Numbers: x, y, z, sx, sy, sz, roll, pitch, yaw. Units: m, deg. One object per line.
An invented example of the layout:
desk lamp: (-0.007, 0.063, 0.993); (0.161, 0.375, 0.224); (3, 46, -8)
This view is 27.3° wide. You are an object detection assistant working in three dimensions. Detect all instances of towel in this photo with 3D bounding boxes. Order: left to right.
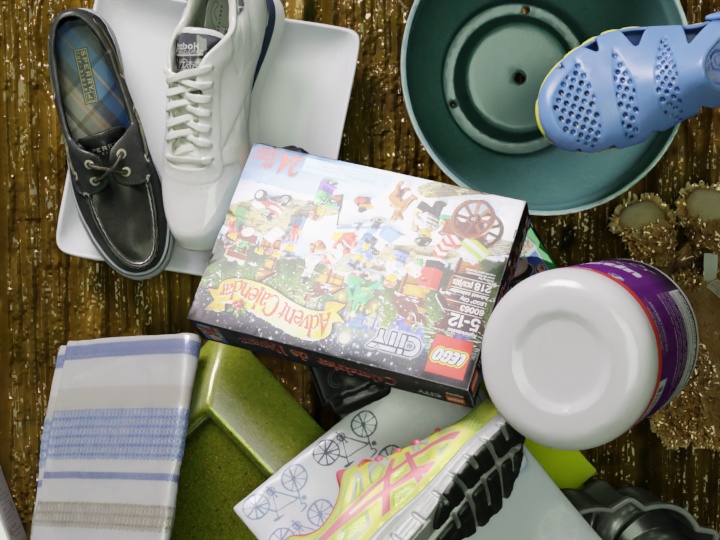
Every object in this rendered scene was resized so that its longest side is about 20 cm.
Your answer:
towel: (-0.177, 0.142, 1.050); (0.146, 0.024, 0.202); (-7, 70, 38)

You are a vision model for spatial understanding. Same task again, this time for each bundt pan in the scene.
bundt pan: (0.167, 0.241, 1.076); (0.200, 0.076, 0.204); (-5, 109, -14)

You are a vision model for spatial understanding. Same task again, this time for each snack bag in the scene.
snack bag: (0.044, 0.179, 0.996); (0.188, 0.021, 0.200); (-36, 72, -8)

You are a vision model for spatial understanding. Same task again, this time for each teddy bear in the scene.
teddy bear: (0.248, 0.033, 1.110); (0.144, 0.067, 0.201); (-27, 89, -15)

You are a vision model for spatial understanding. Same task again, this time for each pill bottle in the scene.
pill bottle: (0.160, 0.050, 0.988); (0.112, 0.200, 0.114); (1, 94, 23)

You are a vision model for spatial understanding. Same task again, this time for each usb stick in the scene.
usb stick: (-0.032, 0.003, 1.045); (0.055, 0.033, 0.201); (-22, 69, 1)

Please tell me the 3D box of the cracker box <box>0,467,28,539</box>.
cracker box: (-0.324, 0.193, 1.094); (0.133, 0.058, 0.201); (-20, 93, -2)

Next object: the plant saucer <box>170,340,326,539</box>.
plant saucer: (-0.101, 0.181, 1.071); (0.200, 0.048, 0.200); (46, 110, -1)

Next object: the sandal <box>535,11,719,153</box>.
sandal: (0.209, -0.129, 0.958); (0.199, 0.087, 0.080); (-20, 96, -1)

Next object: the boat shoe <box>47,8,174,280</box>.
boat shoe: (-0.184, -0.090, 1.060); (0.068, 0.057, 0.202); (-17, 92, -1)

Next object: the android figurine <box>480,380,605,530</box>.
android figurine: (0.089, 0.142, 1.086); (0.182, 0.041, 0.200); (-41, 110, 2)

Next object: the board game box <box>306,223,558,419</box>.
board game box: (0.076, 0.070, 1.117); (0.199, 0.029, 0.135); (-32, 93, -1)

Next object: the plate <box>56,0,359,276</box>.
plate: (-0.113, -0.095, 1.106); (0.198, 0.032, 0.202); (10, 91, -3)

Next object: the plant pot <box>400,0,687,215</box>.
plant pot: (0.121, -0.141, 1.060); (0.198, 0.134, 0.202); (0, 93, -4)

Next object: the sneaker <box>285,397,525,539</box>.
sneaker: (0.027, 0.143, 0.962); (0.200, 0.078, 0.090); (-41, 52, -21)

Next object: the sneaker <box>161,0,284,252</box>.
sneaker: (-0.111, -0.115, 1.041); (0.076, 0.080, 0.202); (6, 87, 20)

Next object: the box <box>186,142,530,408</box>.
box: (0.000, 0.000, 0.992); (0.198, 0.038, 0.137); (13, 69, 17)
